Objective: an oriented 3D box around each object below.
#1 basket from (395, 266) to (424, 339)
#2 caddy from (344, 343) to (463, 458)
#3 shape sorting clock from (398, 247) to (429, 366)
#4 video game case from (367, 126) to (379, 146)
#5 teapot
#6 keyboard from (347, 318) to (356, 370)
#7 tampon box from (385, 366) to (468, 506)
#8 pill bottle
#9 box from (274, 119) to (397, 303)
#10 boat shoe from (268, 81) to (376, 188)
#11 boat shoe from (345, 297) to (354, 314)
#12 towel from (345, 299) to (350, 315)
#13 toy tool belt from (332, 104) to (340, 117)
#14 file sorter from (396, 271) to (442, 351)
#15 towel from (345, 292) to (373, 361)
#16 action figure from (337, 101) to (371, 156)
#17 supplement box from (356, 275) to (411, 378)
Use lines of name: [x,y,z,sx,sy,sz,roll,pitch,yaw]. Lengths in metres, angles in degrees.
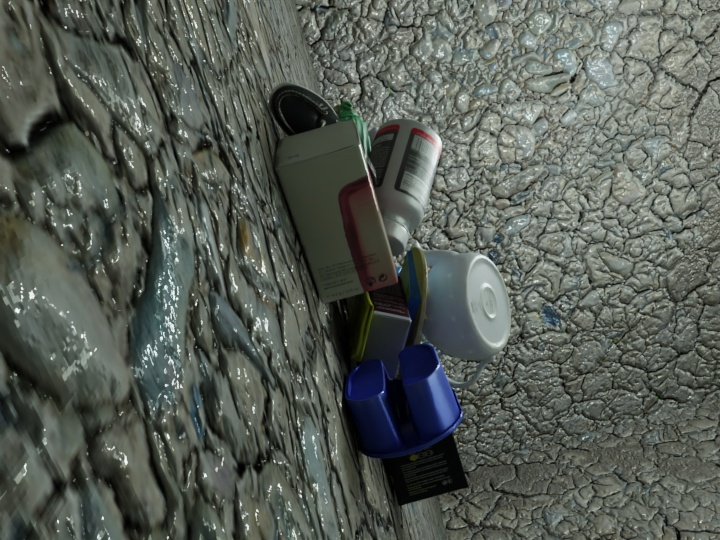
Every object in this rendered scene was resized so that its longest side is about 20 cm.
basket: [0.087,0.104,1.635,0.200,0.139,0.176,-44,124,-51]
caddy: [0.057,0.178,0.885,0.200,0.141,0.105,-83,154,-80]
shape sorting clock: [0.082,0.061,1.119,0.200,0.039,0.200,-169,-90,-84]
video game case: [0.012,-0.147,1.314,0.023,0.182,0.200,-3,64,-50]
teapot: [0.163,0.072,1.168,0.197,0.146,0.200,48,43,-33]
keyboard: [-0.008,0.142,1.101,0.200,0.011,0.056,-97,171,-69]
tampon box: [0.096,0.282,1.192,0.150,0.126,0.200,-85,158,-84]
pill bottle: [0.054,-0.128,1.050,0.111,0.111,0.200,69,35,-62]
box: [-0.030,-0.080,0.888,0.128,0.109,0.200,-99,174,-62]
boat shoe: [-0.048,-0.181,0.942,0.200,0.074,0.060,47,7,-33]
boat shoe: [0.000,0.000,1.226,0.060,0.072,0.200,15,55,-55]
towel: [-0.009,0.048,1.345,0.200,0.035,0.193,67,8,-65]
toy tool belt: [-0.043,-0.186,1.205,0.125,0.123,0.200,59,-3,39]
file sorter: [0.092,0.107,1.374,0.200,0.139,0.123,73,2,-57]
towel: [-0.003,0.073,1.024,0.200,0.018,0.086,-113,-145,-82]
action figure: [-0.010,-0.181,1.107,0.118,0.055,0.200,-9,93,-53]
supplement box: [0.031,0.084,1.063,0.200,0.061,0.109,-96,-162,-71]
